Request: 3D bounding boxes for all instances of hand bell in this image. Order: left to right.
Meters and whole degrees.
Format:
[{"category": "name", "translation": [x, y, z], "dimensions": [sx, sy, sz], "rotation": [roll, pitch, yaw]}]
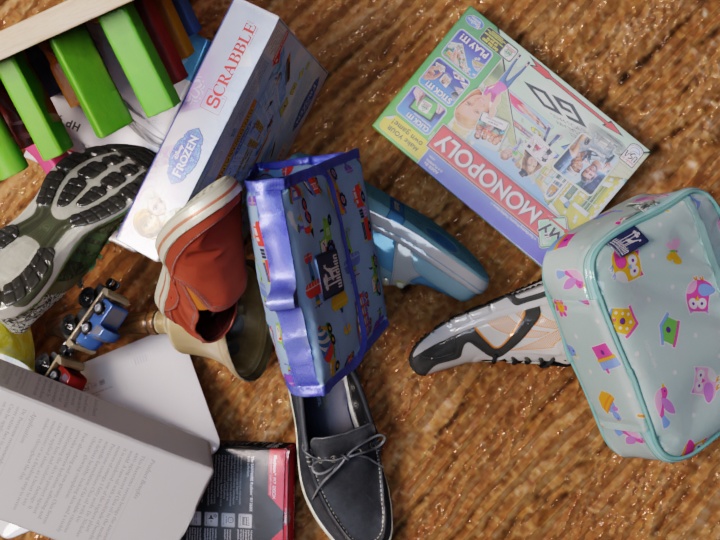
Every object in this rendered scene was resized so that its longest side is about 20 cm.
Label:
[{"category": "hand bell", "translation": [-0.185, 0.046, 0.957], "dimensions": [0.199, 0.104, 0.104], "rotation": [-3, 89, 19]}]

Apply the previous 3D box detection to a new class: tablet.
[{"category": "tablet", "translation": [-0.233, 0.138, 0.955], "dimensions": [0.200, 0.014, 0.130], "rotation": [-23, 62, -4]}]

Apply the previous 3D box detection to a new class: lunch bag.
[{"category": "lunch bag", "translation": [-0.045, -0.001, 0.804], "dimensions": [0.094, 0.200, 0.151], "rotation": [-8, 100, 9]}, {"category": "lunch bag", "translation": [0.241, 0.037, 0.868], "dimensions": [0.160, 0.077, 0.200], "rotation": [-26, 100, -24]}]

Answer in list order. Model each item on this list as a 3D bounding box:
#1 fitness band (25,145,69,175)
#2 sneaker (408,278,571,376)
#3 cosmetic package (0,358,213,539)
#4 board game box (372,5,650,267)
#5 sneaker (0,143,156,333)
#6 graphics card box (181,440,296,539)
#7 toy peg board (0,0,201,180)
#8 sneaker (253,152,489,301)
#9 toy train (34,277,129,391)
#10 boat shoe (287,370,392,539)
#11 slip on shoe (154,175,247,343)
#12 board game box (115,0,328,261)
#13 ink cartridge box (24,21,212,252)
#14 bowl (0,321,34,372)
[{"category": "fitness band", "translation": [-0.330, -0.074, 0.957], "dimensions": [0.200, 0.037, 0.144], "rotation": [-9, 115, 27]}, {"category": "sneaker", "translation": [0.138, 0.054, 0.920], "dimensions": [0.200, 0.074, 0.080], "rotation": [-22, 89, 7]}, {"category": "cosmetic package", "translation": [-0.229, 0.155, 0.876], "dimensions": [0.200, 0.071, 0.102], "rotation": [25, 96, -14]}, {"category": "board game box", "translation": [0.128, -0.112, 0.945], "dimensions": [0.200, 0.029, 0.135], "rotation": [40, 93, 6]}, {"category": "sneaker", "translation": [-0.237, -0.026, 0.900], "dimensions": [0.077, 0.089, 0.200], "rotation": [37, 66, 18]}, {"category": "graphics card box", "translation": [-0.157, 0.212, 0.966], "dimensions": [0.199, 0.051, 0.126], "rotation": [0, 89, 7]}, {"category": "toy peg board", "translation": [-0.214, -0.159, 0.853], "dimensions": [0.200, 0.199, 0.098], "rotation": [-19, 108, 13]}, {"category": "sneaker", "translation": [0.000, 0.000, 0.942], "dimensions": [0.200, 0.080, 0.131], "rotation": [31, 104, 1]}, {"category": "toy train", "translation": [-0.256, 0.096, 0.920], "dimensions": [0.046, 0.034, 0.200], "rotation": [33, 90, 35]}, {"category": "boat shoe", "translation": [-0.018, 0.150, 0.937], "dimensions": [0.074, 0.062, 0.201], "rotation": [-13, 87, -15]}, {"category": "slip on shoe", "translation": [-0.108, -0.005, 0.793], "dimensions": [0.061, 0.200, 0.074], "rotation": [43, 62, 10]}, {"category": "board game box", "translation": [-0.104, -0.100, 0.890], "dimensions": [0.041, 0.200, 0.200], "rotation": [28, 92, 8]}, {"category": "ink cartridge box", "translation": [-0.213, -0.128, 0.970], "dimensions": [0.116, 0.067, 0.200], "rotation": [25, 93, 8]}, {"category": "bowl", "translation": [-0.375, 0.027, 0.939], "dimensions": [0.199, 0.200, 0.108], "rotation": [0, 71, 7]}]
